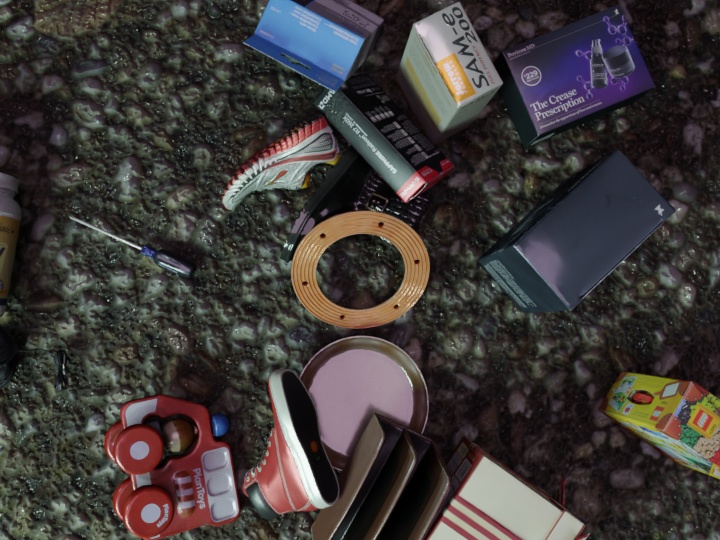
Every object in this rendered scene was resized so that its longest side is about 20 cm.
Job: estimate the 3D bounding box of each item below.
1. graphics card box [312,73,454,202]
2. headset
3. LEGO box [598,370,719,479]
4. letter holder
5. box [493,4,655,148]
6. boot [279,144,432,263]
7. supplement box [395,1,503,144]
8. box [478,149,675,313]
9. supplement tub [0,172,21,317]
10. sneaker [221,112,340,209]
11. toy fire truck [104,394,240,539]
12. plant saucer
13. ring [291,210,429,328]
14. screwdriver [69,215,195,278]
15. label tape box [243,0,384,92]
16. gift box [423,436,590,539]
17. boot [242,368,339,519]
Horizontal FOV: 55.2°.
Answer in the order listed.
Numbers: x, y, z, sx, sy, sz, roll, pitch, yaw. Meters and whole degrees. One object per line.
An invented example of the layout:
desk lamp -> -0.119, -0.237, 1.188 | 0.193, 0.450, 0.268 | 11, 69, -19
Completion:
graphics card box -> 0.036, -0.196, 1.001 | 0.200, 0.125, 0.051 | 48, 122, 3
headset -> -0.511, 0.133, 0.949 | 0.199, 0.124, 0.094 | -1, 59, -27
LEGO box -> 0.454, 0.218, 0.968 | 0.149, 0.200, 0.077 | 34, 84, -1
letter holder -> 0.025, 0.324, 0.936 | 0.100, 0.142, 0.200 | 27, 96, -11
box -> 0.323, -0.297, 1.059 | 0.200, 0.079, 0.141 | -23, 85, -5
boot -> -0.005, -0.066, 1.017 | 0.158, 0.079, 0.211 | 36, 84, -1
supplement box -> 0.120, -0.271, 0.980 | 0.073, 0.200, 0.126 | -28, 89, -5
box -> 0.295, -0.046, 0.976 | 0.197, 0.200, 0.117 | -42, 89, -6
supplement tub -> -0.552, -0.040, 0.946 | 0.144, 0.144, 0.201 | 7, 86, -3
sneaker -> -0.118, -0.141, 1.001 | 0.200, 0.078, 0.082 | -30, 111, 18
toy fire truck -> -0.262, 0.273, 0.974 | 0.168, 0.112, 0.201 | -8, 87, -28
plant saucer -> 0.001, 0.197, 1.024 | 0.200, 0.032, 0.201 | 0, 86, -5
ring -> 0.000, 0.000, 0.996 | 0.200, 0.019, 0.201 | -3, 123, -4
screwdriver -> -0.337, -0.039, 1.015 | 0.200, 0.029, 0.028 | 25, 85, -7
label tape box -> -0.058, -0.342, 0.978 | 0.144, 0.200, 0.063 | 27, 124, -2
gift box -> 0.196, 0.348, 0.951 | 0.187, 0.185, 0.200 | 36, 91, 1
boot -> -0.126, 0.249, 0.981 | 0.144, 0.072, 0.201 | -21, 82, 27
